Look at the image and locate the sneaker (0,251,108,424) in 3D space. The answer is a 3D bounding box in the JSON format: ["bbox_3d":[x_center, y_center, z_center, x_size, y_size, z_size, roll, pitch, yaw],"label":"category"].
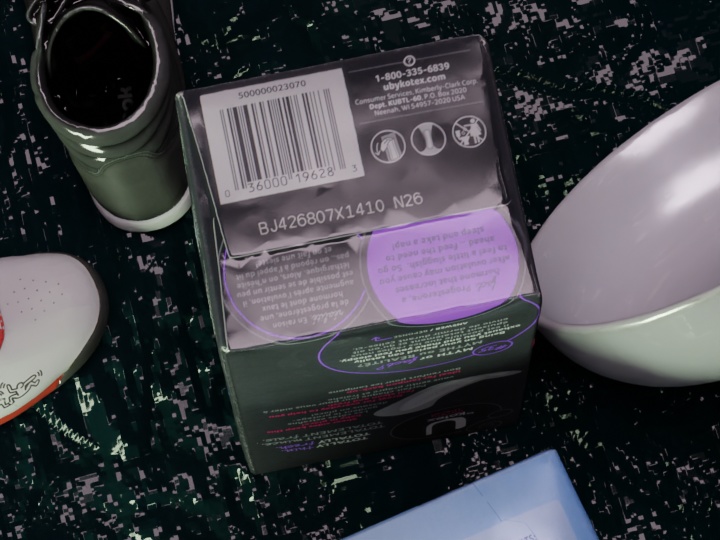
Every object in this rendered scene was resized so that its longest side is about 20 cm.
[{"bbox_3d":[-0.202,0.035,1.038,0.201,0.108,0.067,-20,73,-6],"label":"sneaker"}]

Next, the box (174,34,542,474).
[{"bbox_3d":[0.000,0.000,0.998,0.122,0.200,0.106,-10,72,-3],"label":"box"}]

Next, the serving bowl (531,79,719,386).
[{"bbox_3d":[0.164,-0.016,1.025,0.200,0.200,0.066,-38,108,-11],"label":"serving bowl"}]

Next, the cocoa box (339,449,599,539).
[{"bbox_3d":[0.010,0.177,0.978,0.200,0.131,0.134,-23,74,-7],"label":"cocoa box"}]

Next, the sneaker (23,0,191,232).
[{"bbox_3d":[-0.117,-0.124,1.092,0.071,0.099,0.200,-16,72,-3],"label":"sneaker"}]
